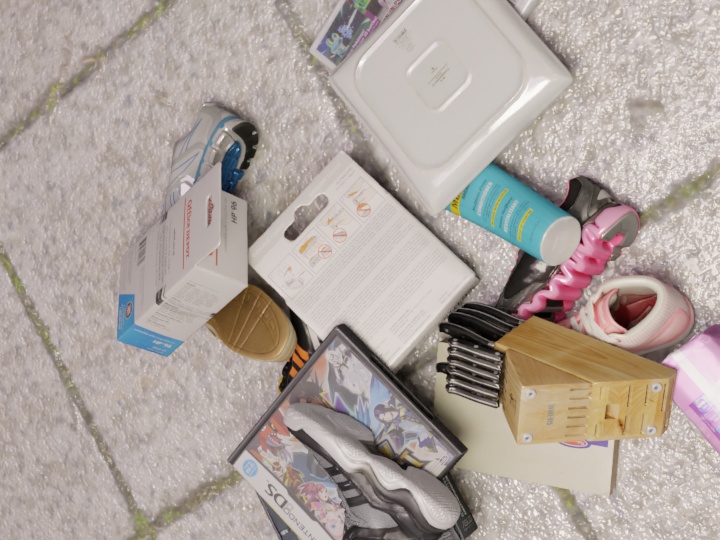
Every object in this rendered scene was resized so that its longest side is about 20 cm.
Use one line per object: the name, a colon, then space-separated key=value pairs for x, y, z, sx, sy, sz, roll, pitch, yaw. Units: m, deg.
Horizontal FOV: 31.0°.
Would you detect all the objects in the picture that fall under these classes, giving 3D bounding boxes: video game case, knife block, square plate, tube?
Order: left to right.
video game case: x=-0.018 y=0.188 z=1.323 sx=0.181 sy=0.025 sz=0.200 roll=44 pitch=111 yaw=14
video game case: x=0.065 y=-0.258 z=1.346 sx=0.182 sy=0.023 sz=0.201 roll=40 pitch=111 yaw=16
square plate: x=0.081 y=-0.193 z=1.303 sx=0.200 sy=0.028 sz=0.199 roll=-44 pitch=70 yaw=20
tube: x=0.137 y=-0.068 z=1.294 sx=0.200 sy=0.050 sz=0.078 roll=37 pitch=107 yaw=48
knife block: x=0.174 y=0.086 z=1.217 sx=0.198 sy=0.176 sz=0.064 roll=-2 pitch=119 yaw=-7

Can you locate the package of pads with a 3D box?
package of pads: x=0.364 y=0.143 z=1.197 sx=0.076 sy=0.120 sz=0.200 roll=-44 pitch=77 yaw=19

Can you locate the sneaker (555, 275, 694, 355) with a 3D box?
sneaker: x=0.217 y=0.063 z=1.250 sx=0.199 sy=0.105 sz=0.076 roll=-26 pitch=64 yaw=17

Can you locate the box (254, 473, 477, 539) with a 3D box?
box: x=0.002 y=0.244 z=1.363 sx=0.199 sy=0.051 sz=0.159 roll=-30 pitch=83 yaw=24

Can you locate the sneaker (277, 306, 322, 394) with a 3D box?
sneaker: x=-0.061 y=0.100 z=1.421 sx=0.089 sy=0.070 sz=0.202 roll=-20 pitch=89 yaw=23

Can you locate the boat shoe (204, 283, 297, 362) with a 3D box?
boat shoe: x=-0.126 y=0.053 z=1.422 sx=0.199 sy=0.069 sz=0.074 roll=28 pitch=86 yaw=45

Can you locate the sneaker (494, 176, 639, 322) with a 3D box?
sneaker: x=0.185 y=-0.011 z=1.300 sx=0.200 sy=0.079 sz=0.096 roll=-48 pitch=60 yaw=19

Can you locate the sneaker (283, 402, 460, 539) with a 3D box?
sneaker: x=-0.009 y=0.221 z=1.266 sx=0.199 sy=0.075 sz=0.114 roll=33 pitch=104 yaw=15

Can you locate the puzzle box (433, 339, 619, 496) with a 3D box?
puzzle box: x=0.171 y=0.150 z=1.342 sx=0.198 sy=0.025 sz=0.134 roll=8 pitch=99 yaw=24

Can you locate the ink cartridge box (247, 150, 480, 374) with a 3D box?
ink cartridge box: x=0.000 y=0.000 z=1.361 sx=0.200 sy=0.050 sz=0.161 roll=43 pitch=89 yaw=16

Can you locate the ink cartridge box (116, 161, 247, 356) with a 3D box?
ink cartridge box: x=-0.178 y=-0.010 z=1.373 sx=0.200 sy=0.068 sz=0.117 roll=-39 pitch=42 yaw=38

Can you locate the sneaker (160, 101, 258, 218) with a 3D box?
sneaker: x=-0.188 y=-0.099 z=1.469 sx=0.087 sy=0.075 sz=0.201 roll=43 pitch=112 yaw=34
